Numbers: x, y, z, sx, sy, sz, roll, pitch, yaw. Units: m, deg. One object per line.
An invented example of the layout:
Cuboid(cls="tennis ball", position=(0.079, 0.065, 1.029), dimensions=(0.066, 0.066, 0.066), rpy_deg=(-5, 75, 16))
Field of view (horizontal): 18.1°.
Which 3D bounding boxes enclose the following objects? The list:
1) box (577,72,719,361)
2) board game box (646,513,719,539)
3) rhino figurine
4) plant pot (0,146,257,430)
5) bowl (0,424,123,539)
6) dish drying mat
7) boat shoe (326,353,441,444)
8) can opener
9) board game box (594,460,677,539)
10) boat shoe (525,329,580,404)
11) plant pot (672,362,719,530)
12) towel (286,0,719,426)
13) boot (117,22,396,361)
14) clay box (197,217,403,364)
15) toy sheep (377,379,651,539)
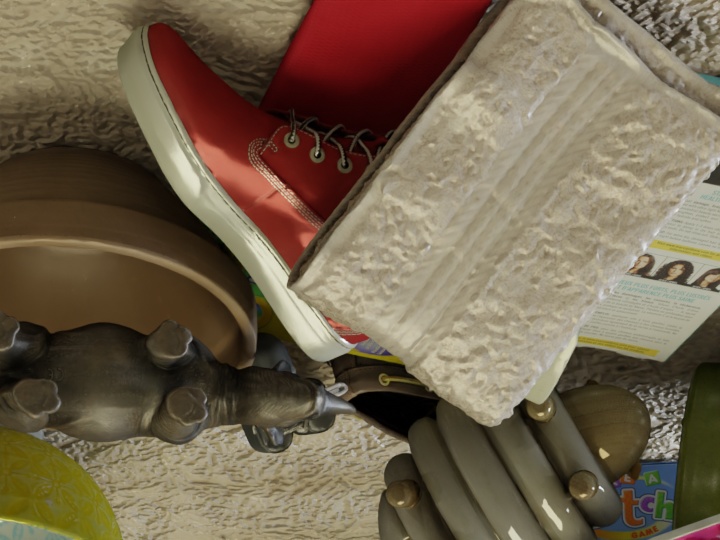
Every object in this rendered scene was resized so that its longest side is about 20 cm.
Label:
Cuboid(cls="box", position=(0.167, -0.023, 1.192), dimensions=(0.082, 0.049, 0.200), rpy_deg=(10, 147, -18))
Cuboid(cls="board game box", position=(0.154, 0.226, 1.287), dimensions=(0.199, 0.026, 0.200), rpy_deg=(-22, 138, 13))
Cuboid(cls="rhino figurine", position=(-0.099, 0.058, 1.138), dimensions=(0.198, 0.060, 0.087), rpy_deg=(6, 167, -11))
Cuboid(cls="plant pot", position=(-0.152, -0.001, 1.190), dimensions=(0.199, 0.093, 0.201), rpy_deg=(1, 149, 0))
Cuboid(cls="bowl", position=(-0.243, 0.148, 1.417), dimensions=(0.199, 0.108, 0.201), rpy_deg=(0, 149, 0))
Cuboid(cls="dish drying mat", position=(0.007, -0.109, 1.085), dimensions=(0.076, 0.018, 0.200), rpy_deg=(13, 148, -14))
Cuboid(cls="boat shoe", position=(0.051, 0.085, 1.359), dimensions=(0.072, 0.060, 0.200), rpy_deg=(-22, 142, 31))
Cuboid(cls="can opener", position=(-0.046, 0.068, 1.299), dimensions=(0.053, 0.067, 0.200), rpy_deg=(-24, 178, -8))
Cuboid(cls="board game box", position=(0.144, 0.222, 1.448), dimensions=(0.150, 0.201, 0.037), rpy_deg=(-3, 150, 6))
Cuboid(cls="boat shoe", position=(0.098, -0.024, 1.145), dimensions=(0.066, 0.075, 0.200), rpy_deg=(20, 127, -3))
Cuboid(cls="plant pot", position=(0.285, 0.128, 1.328), dimensions=(0.191, 0.201, 0.201), rpy_deg=(6, 150, 13))
Cuboid(cls="towel", position=(0.075, -0.034, 1.062), dimensions=(0.132, 0.034, 0.200), rpy_deg=(35, 98, -16))
Cuboid(cls="boot", position=(-0.013, -0.064, 1.091), dimensions=(0.144, 0.073, 0.200), rpy_deg=(-30, 117, 18))
Cuboid(cls="clay box", position=(0.000, 0.000, 1.233), dimensions=(0.199, 0.048, 0.115), rpy_deg=(11, 147, -18))
Cuboid(cls="toy sheep", position=(0.074, 0.126, 1.272), dimensions=(0.199, 0.138, 0.138), rpy_deg=(-28, 144, 6))
